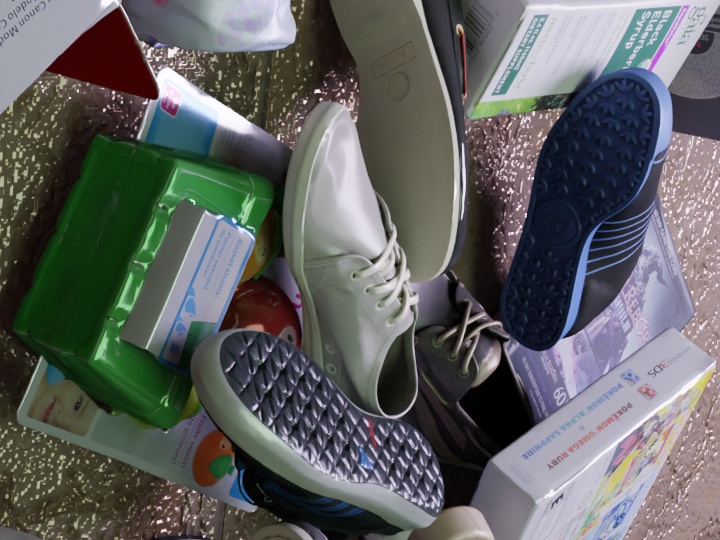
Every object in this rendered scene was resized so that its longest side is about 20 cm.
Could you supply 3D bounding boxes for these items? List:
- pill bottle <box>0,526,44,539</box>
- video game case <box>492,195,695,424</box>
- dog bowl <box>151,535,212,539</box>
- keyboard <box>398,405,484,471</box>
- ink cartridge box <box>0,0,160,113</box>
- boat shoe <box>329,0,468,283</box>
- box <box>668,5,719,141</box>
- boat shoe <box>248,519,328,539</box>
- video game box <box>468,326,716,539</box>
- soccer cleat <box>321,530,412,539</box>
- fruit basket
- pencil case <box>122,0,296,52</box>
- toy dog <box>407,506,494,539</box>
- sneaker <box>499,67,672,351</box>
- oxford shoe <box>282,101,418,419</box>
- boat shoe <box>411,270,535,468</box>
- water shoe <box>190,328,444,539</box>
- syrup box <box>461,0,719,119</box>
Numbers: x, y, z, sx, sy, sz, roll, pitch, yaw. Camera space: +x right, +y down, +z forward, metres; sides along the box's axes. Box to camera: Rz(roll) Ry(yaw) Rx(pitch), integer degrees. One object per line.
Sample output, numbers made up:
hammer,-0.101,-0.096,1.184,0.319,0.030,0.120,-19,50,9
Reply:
pill bottle,-0.198,0.227,0.891,0.109,0.109,0.202,6,98,-49
video game case,0.154,0.041,1.279,0.200,0.019,0.144,-47,130,-28
dog bowl,-0.097,0.253,1.040,0.199,0.073,0.202,-20,118,-42
keyboard,0.086,0.104,1.242,0.199,0.011,0.057,19,84,-50
ink cartridge box,-0.191,-0.124,0.705,0.084,0.199,0.176,-46,131,-26
boat shoe,0.031,-0.094,1.023,0.063,0.073,0.203,1,77,-51
box,0.296,-0.156,1.238,0.115,0.199,0.133,-36,127,-35
boat shoe,-0.028,0.209,0.998,0.063,0.072,0.202,-30,129,-46
video game box,0.126,0.148,1.192,0.182,0.047,0.201,-28,151,-36
soccer cleat,-0.003,0.125,1.119,0.073,0.068,0.201,-67,140,-52
fruit basket,-0.072,0.019,0.967,0.200,0.093,0.187,31,80,-46
pencil case,-0.068,-0.203,0.907,0.090,0.083,0.202,-18,116,-48
toy dog,0.016,0.226,1.070,0.096,0.132,0.201,4,115,-29
sneaker,0.146,-0.043,1.156,0.078,0.070,0.201,-29,149,-48
oxford shoe,0.000,0.000,0.970,0.075,0.057,0.201,-53,147,-42
boat shoe,0.056,0.041,1.130,0.075,0.073,0.201,-53,131,-26
water shoe,-0.034,0.096,0.946,0.200,0.079,0.072,37,36,-47
syrup box,0.119,-0.151,1.117,0.199,0.082,0.079,-10,140,-45
